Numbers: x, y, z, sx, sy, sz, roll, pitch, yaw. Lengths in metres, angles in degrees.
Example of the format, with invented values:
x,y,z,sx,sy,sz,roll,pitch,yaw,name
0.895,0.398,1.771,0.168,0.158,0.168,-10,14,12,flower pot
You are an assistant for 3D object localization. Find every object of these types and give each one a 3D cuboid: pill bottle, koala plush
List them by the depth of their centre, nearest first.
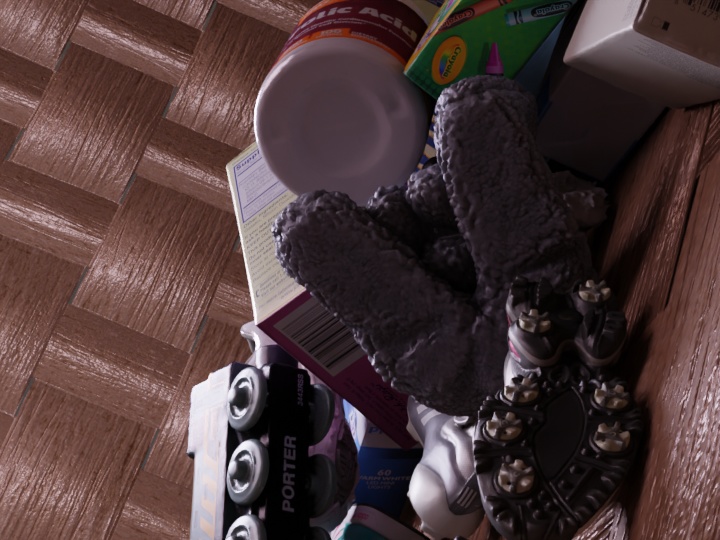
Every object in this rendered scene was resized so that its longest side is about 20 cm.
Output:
x,y,z,sx,sy,sz,roll,pitch,yaw,name
0.073,-0.007,1.038,0.177,0.184,0.200,-34,-1,13,koala plush
-0.003,-0.128,1.149,0.200,0.114,0.114,-75,8,-67,pill bottle

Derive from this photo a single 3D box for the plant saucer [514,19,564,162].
x,y,z,sx,sy,sz,roll,pitch,yaw,name
0.138,-0.134,1.181,0.200,0.070,0.019,-53,-28,-28,plant saucer

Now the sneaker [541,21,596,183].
x,y,z,sx,sy,sz,roll,pitch,yaw,name
0.149,-0.098,1.218,0.078,0.075,0.200,92,-162,-53,sneaker

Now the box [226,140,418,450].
x,y,z,sx,sy,sz,roll,pitch,yaw,name
0.000,0.000,1.244,0.097,0.176,0.200,-36,37,17,box

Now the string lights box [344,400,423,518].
x,y,z,sx,sy,sz,roll,pitch,yaw,name
0.006,0.146,1.389,0.200,0.059,0.103,107,161,-47,string lights box

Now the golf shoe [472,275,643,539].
x,y,z,sx,sy,sz,roll,pitch,yaw,name
0.100,0.084,0.831,0.200,0.077,0.088,-68,-17,-58,golf shoe

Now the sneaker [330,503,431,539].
x,y,z,sx,sy,sz,roll,pitch,yaw,name
-0.011,0.249,1.282,0.121,0.084,0.200,-58,2,-15,sneaker

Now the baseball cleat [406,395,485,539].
x,y,z,sx,sy,sz,roll,pitch,yaw,name
0.078,0.100,1.090,0.106,0.070,0.200,-52,13,19,baseball cleat

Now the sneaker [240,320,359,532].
x,y,z,sx,sy,sz,roll,pitch,yaw,name
-0.057,0.118,1.282,0.078,0.099,0.200,63,-162,-51,sneaker

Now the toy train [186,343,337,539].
x,y,z,sx,sy,sz,roll,pitch,yaw,name
-0.075,0.154,1.180,0.114,0.085,0.200,-27,56,49,toy train

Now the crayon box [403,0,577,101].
x,y,z,sx,sy,sz,roll,pitch,yaw,name
0.096,-0.179,1.101,0.119,0.058,0.200,-50,6,21,crayon box

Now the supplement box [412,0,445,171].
x,y,z,sx,sy,sz,roll,pitch,yaw,name
0.087,-0.173,1.439,0.200,0.200,0.134,-71,6,-53,supplement box

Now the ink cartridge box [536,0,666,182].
x,y,z,sx,sy,sz,roll,pitch,yaw,name
0.180,-0.176,1.121,0.116,0.068,0.200,120,172,-61,ink cartridge box

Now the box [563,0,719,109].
x,y,z,sx,sy,sz,roll,pitch,yaw,name
0.172,-0.135,0.895,0.200,0.082,0.068,-140,72,-85,box

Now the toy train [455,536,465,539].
x,y,z,sx,sy,sz,roll,pitch,yaw,name
0.028,0.207,0.857,0.114,0.085,0.200,-55,4,8,toy train
